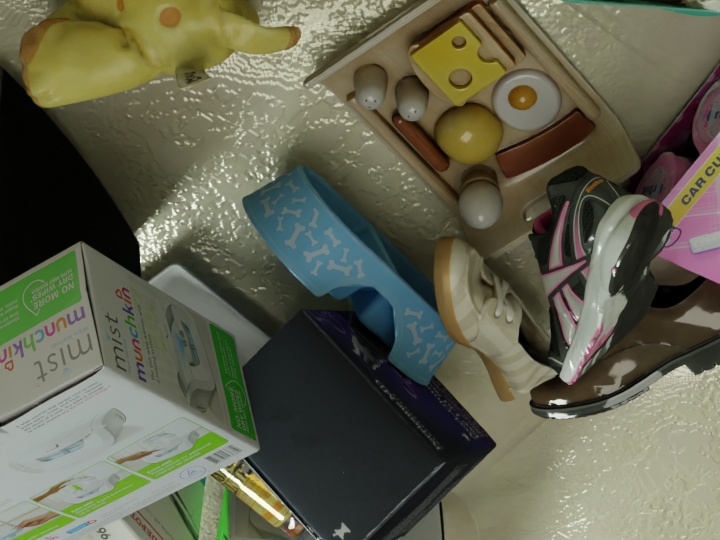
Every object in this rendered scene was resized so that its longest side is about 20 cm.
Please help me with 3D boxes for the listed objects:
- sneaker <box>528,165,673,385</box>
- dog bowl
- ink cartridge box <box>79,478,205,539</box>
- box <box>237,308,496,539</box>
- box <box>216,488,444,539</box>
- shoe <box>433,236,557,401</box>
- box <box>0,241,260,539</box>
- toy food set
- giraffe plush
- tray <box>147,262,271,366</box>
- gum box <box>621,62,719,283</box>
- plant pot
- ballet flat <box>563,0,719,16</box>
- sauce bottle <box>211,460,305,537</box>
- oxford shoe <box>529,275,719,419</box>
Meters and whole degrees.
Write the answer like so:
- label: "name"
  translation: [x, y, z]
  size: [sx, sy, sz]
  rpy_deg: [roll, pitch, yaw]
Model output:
- label: "sneaker"
  translation: [0.157, -0.004, 1.170]
  size: [0.086, 0.080, 0.200]
  rpy_deg: [42, 148, 23]
- label: "dog bowl"
  translation: [0.000, 0.000, 1.208]
  size: [0.050, 0.112, 0.200]
  rpy_deg: [-43, 118, 10]
- label: "ink cartridge box"
  translation: [-0.181, 0.190, 1.302]
  size: [0.068, 0.200, 0.116]
  rpy_deg: [-22, 126, 18]
- label: "box"
  translation: [-0.002, 0.114, 1.201]
  size: [0.104, 0.200, 0.148]
  rpy_deg: [-45, 79, 9]
- label: "box"
  translation: [-0.034, 0.259, 1.399]
  size: [0.176, 0.097, 0.200]
  rpy_deg: [4, 133, -8]
- label: "shoe"
  translation: [0.101, 0.033, 1.213]
  size: [0.053, 0.070, 0.200]
  rpy_deg: [-9, 149, 18]
- label: "box"
  translation: [-0.198, 0.094, 1.070]
  size: [0.200, 0.097, 0.176]
  rpy_deg: [-28, 147, 19]
- label: "toy food set"
  translation: [0.078, -0.102, 1.151]
  size: [0.143, 0.060, 0.200]
  rpy_deg: [-32, 123, 24]
- label: "giraffe plush"
  translation: [-0.141, -0.199, 1.026]
  size: [0.172, 0.200, 0.163]
  rpy_deg: [-20, 106, -22]
- label: "tray"
  translation: [-0.111, 0.073, 1.321]
  size: [0.107, 0.022, 0.200]
  rpy_deg: [-35, 121, 25]
- label: "gum box"
  translation: [0.284, -0.084, 1.157]
  size: [0.113, 0.066, 0.200]
  rpy_deg: [23, 126, -18]
- label: "plant pot"
  translation: [-0.260, 0.015, 1.179]
  size: [0.200, 0.200, 0.177]
  rpy_deg: [-32, 135, 24]
- label: "ballet flat"
  translation: [0.201, -0.191, 1.067]
  size: [0.199, 0.070, 0.068]
  rpy_deg: [3, 115, -2]
- label: "sauce bottle"
  translation: [-0.109, 0.121, 1.278]
  size: [0.200, 0.066, 0.066]
  rpy_deg: [38, 123, -1]
- label: "oxford shoe"
  translation: [0.207, 0.051, 1.280]
  size: [0.200, 0.073, 0.085]
  rpy_deg: [-30, 99, 26]
